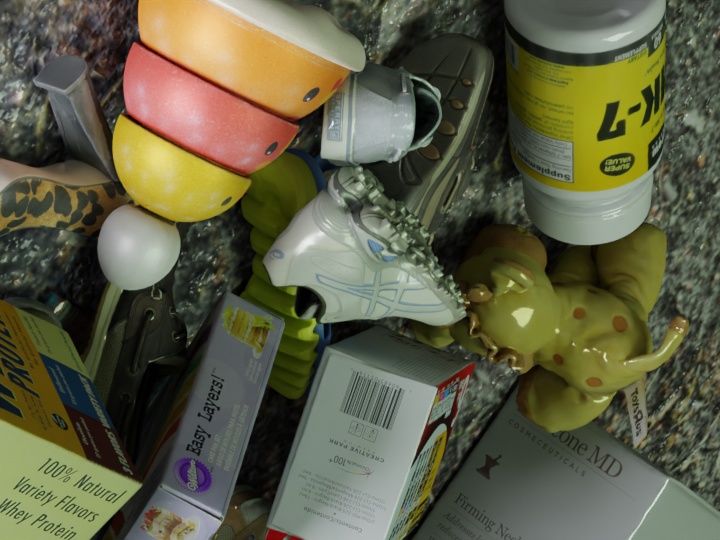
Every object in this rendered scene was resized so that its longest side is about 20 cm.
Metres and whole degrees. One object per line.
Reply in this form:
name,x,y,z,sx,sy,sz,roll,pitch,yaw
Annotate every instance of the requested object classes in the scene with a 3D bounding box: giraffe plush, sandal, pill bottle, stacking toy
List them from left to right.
stacking toy,-0.098,-0.080,1.491,0.146,0.146,0.201,17,102,-54
sandal,-0.034,-0.001,1.704,0.087,0.079,0.201,-28,138,-39
giraffe plush,0.129,0.033,1.875,0.161,0.200,0.173,23,114,-22
pill bottle,0.161,-0.123,1.797,0.114,0.114,0.201,-34,141,-26

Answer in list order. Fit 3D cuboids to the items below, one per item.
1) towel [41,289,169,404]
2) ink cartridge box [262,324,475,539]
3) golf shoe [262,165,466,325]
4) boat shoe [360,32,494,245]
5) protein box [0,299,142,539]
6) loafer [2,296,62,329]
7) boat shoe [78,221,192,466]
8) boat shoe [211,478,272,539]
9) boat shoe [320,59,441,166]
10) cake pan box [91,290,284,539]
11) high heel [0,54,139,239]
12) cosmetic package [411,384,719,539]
towel,-0.216,0.120,1.635,0.200,0.022,0.147,-55,146,-1
ink cartridge box,0.003,0.139,1.761,0.200,0.083,0.177,-19,129,-79
golf shoe,0.000,0.000,1.651,0.097,0.079,0.200,-35,149,9
boat shoe,0.038,-0.077,1.739,0.073,0.074,0.201,-12,136,-56
protein box,-0.272,0.111,1.400,0.200,0.135,0.198,-45,137,14
loafer,-0.241,0.111,1.540,0.075,0.070,0.201,26,92,-27
boat shoe,-0.139,0.048,1.586,0.073,0.064,0.201,71,39,-79
boat shoe,-0.116,0.251,1.811,0.071,0.076,0.201,7,113,-52
boat shoe,0.016,-0.096,1.608,0.201,0.071,0.071,-55,151,-82
cake pan box,-0.124,0.140,1.600,0.200,0.052,0.185,-55,-170,41
high heel,-0.210,-0.015,1.487,0.200,0.071,0.143,-44,142,-24
cosmetic package,0.167,0.229,2.045,0.201,0.167,0.166,-56,144,0
